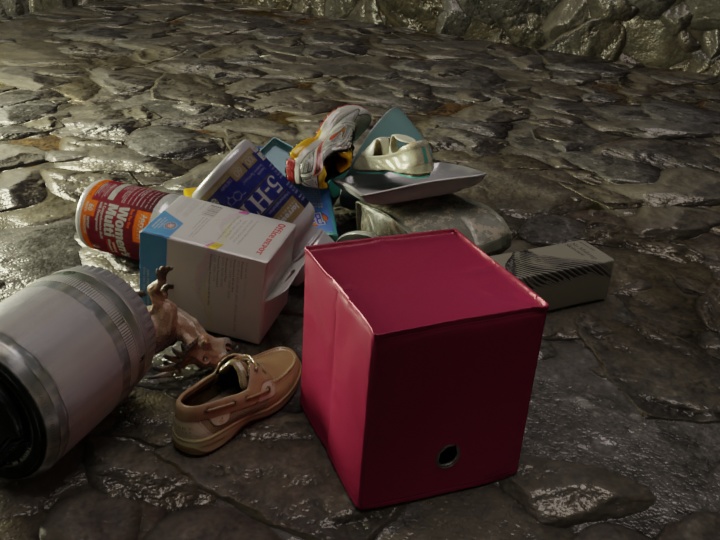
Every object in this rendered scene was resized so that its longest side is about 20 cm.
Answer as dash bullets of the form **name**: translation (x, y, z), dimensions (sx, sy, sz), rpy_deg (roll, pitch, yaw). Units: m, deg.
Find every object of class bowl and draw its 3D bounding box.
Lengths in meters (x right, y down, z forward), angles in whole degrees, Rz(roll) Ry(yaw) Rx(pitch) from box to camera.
- **bowl**: translation (0.058, -0.175, 1.430), dimensions (0.104, 0.203, 0.201), rpy_deg (32, 33, 11)

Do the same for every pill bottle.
- **pill bottle**: translation (-0.321, -0.068, 1.223), dimensions (0.197, 0.111, 0.110), rpy_deg (13, 28, 18)
- **pill bottle**: translation (-0.136, -0.078, 1.171), dimensions (0.200, 0.119, 0.120), rpy_deg (44, 26, -10)

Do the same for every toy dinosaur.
- **toy dinosaur**: translation (-0.262, 0.081, 0.982), dimensions (0.197, 0.138, 0.086), rpy_deg (-13, -17, 15)

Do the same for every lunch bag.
- **lunch bag**: translation (0.112, -0.048, 1.236), dimensions (0.162, 0.120, 0.199), rpy_deg (-16, 28, -32)

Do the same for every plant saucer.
- **plant saucer**: translation (-0.165, -0.140, 1.284), dimensions (0.069, 0.019, 0.201), rpy_deg (29, 51, 12)

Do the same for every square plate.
- **square plate**: translation (0.071, -0.136, 1.253), dimensions (0.197, 0.029, 0.198), rpy_deg (-11, 14, -13)

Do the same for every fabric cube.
- **fabric cube**: translation (0.056, 0.094, 0.855), dimensions (0.193, 0.202, 0.200), rpy_deg (-6, 28, -22)

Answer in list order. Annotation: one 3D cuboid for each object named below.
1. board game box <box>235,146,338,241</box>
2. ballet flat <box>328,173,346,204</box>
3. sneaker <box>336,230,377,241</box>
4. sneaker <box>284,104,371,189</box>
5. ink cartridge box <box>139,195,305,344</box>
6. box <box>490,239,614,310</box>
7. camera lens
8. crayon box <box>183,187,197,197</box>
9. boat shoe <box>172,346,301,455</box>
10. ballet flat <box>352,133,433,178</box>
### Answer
- **board game box**: translation (-0.125, -0.118, 1.315), dimensions (0.149, 0.045, 0.202), rpy_deg (-1, 51, -13)
- **ballet flat**: translation (-0.076, -0.130, 1.427), dimensions (0.068, 0.069, 0.201), rpy_deg (-8, 32, 33)
- **sneaker**: translation (0.000, 0.000, 1.177), dimensions (0.098, 0.072, 0.199), rpy_deg (-17, 33, -34)
- **sneaker**: translation (-0.037, -0.197, 1.320), dimensions (0.081, 0.078, 0.201), rpy_deg (24, 55, 23)
- **ink cartridge box**: translation (-0.178, 0.000, 1.078), dimensions (0.197, 0.127, 0.129), rpy_deg (15, 29, 8)
- **box**: translation (0.272, 0.012, 1.193), dimensions (0.197, 0.069, 0.082), rpy_deg (-11, 30, -26)
- **camera lens**: translation (-0.325, 0.100, 0.831), dimensions (0.157, 0.162, 0.200), rpy_deg (12, 28, 16)
- **crayon box**: translation (-0.222, -0.101, 1.370), dimensions (0.197, 0.052, 0.127), rpy_deg (-8, 30, -22)
- **boat shoe**: translation (-0.131, 0.130, 0.907), dimensions (0.070, 0.066, 0.200), rpy_deg (17, 30, 25)
- **ballet flat**: translation (0.051, -0.182, 1.257), dimensions (0.067, 0.063, 0.199), rpy_deg (-16, 17, -30)
